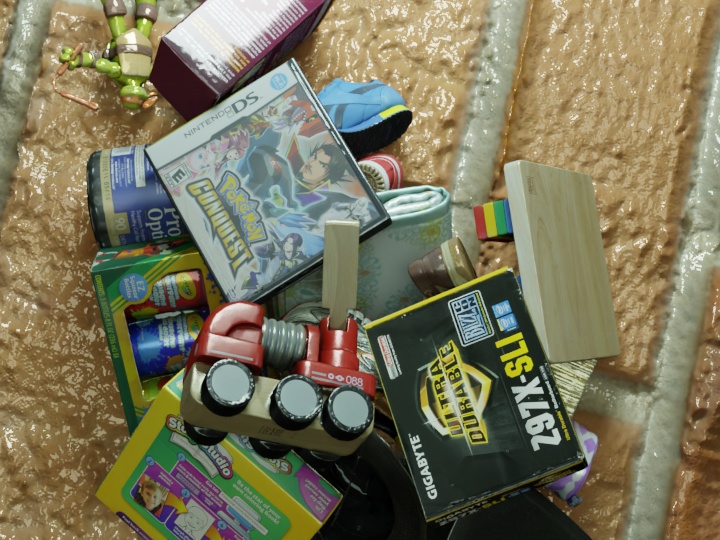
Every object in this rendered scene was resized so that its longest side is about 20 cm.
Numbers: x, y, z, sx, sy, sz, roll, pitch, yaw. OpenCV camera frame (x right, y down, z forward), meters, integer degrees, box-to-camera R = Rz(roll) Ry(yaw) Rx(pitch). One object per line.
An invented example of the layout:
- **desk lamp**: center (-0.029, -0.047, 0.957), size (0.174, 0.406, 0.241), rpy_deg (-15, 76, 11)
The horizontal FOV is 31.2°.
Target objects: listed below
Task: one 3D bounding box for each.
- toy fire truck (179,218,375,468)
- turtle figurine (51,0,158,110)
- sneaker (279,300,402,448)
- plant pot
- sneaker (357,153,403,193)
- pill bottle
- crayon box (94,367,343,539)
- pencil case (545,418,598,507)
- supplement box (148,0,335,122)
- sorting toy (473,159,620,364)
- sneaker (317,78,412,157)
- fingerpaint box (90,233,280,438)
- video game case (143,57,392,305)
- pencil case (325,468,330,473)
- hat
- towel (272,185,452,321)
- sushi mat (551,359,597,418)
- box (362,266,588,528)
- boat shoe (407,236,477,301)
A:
- **toy fire truck**: center (-0.066, 0.059, 1.208), size (0.174, 0.129, 0.202), rpy_deg (13, 57, -14)
- **turtle figurine**: center (-0.241, -0.243, 1.414), size (0.197, 0.064, 0.164), rpy_deg (2, 81, -25)
- **sneaker**: center (0.000, 0.104, 1.316), size (0.199, 0.082, 0.078), rpy_deg (34, 124, 8)
- **plant pot**: center (0.125, 0.298, 1.329), size (0.176, 0.199, 0.202), rpy_deg (25, 84, -15)
- **sneaker**: center (-0.030, -0.053, 1.413), size (0.199, 0.112, 0.071), rpy_deg (-40, 90, 25)
- **pill bottle**: center (-0.185, -0.083, 1.378), size (0.197, 0.112, 0.114), rpy_deg (-7, 86, -3)
- **crayon box**: center (-0.142, 0.221, 1.272), size (0.199, 0.058, 0.173), rpy_deg (40, 121, 5)
- **pencil case**: center (0.159, 0.171, 1.386), size (0.198, 0.086, 0.084), rpy_deg (31, 58, -1)
- **supplement box**: center (-0.122, -0.253, 1.368), size (0.086, 0.110, 0.200), rpy_deg (45, 67, -1)
- **sorting toy**: center (0.193, -0.002, 1.359), size (0.069, 0.198, 0.203), rpy_deg (-12, 83, 31)
- **sneaker**: center (-0.035, -0.159, 1.383), size (0.199, 0.066, 0.079), rpy_deg (-23, 63, -38)
- **fingerpaint box**: center (-0.176, 0.068, 1.345), size (0.164, 0.073, 0.203), rpy_deg (-9, 110, 0)
- **video game case**: center (-0.094, -0.084, 1.277), size (0.179, 0.026, 0.201), rpy_deg (-31, 73, -2)
- **pencil case**: center (-0.095, 0.203, 1.376), size (0.198, 0.078, 0.090), rpy_deg (-27, 101, -4)
- **hat**: center (0.000, 0.224, 1.300), size (0.198, 0.081, 0.204), rpy_deg (8, 104, 34)
- **towel**: center (0.000, 0.000, 1.351), size (0.197, 0.173, 0.048), rpy_deg (-9, 43, -5)
- **sushi mat**: center (0.156, 0.097, 1.428), size (0.198, 0.012, 0.097), rpy_deg (24, 85, -1)
- **box**: center (0.106, 0.118, 1.219), size (0.158, 0.049, 0.202), rpy_deg (-21, 66, 7)
- **boat shoe**: center (0.093, 0.035, 1.336), size (0.071, 0.200, 0.073), rpy_deg (-21, 62, 6)
